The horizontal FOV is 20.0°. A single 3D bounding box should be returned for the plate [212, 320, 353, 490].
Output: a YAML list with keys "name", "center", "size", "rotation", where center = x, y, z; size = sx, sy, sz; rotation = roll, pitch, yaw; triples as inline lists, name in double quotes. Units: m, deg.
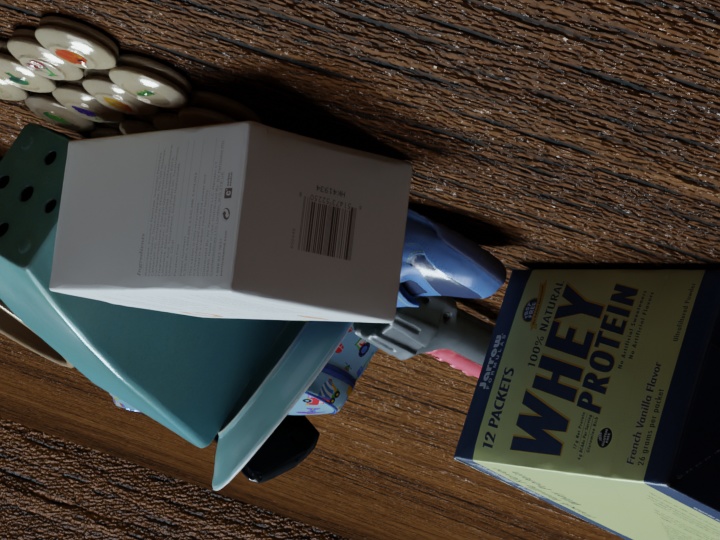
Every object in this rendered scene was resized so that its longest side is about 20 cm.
- name: "plate"
  center: [-0.051, 0.065, 1.427]
  size: [0.025, 0.201, 0.200]
  rotation: [37, 165, -5]

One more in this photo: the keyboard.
- name: "keyboard"
  center: [-0.109, 0.096, 1.718]
  size: [0.200, 0.104, 0.040]
  rotation: [49, 148, 26]

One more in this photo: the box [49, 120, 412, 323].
- name: "box"
  center: [-0.081, -0.025, 1.232]
  size: [0.124, 0.099, 0.199]
  rotation: [11, 172, -39]

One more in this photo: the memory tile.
- name: "memory tile"
  center: [-0.159, -0.106, 1.264]
  size: [0.152, 0.017, 0.199]
  rotation: [26, 165, -26]

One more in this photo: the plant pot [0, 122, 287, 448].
- name: "plant pot"
  center: [-0.166, -0.004, 1.394]
  size: [0.141, 0.142, 0.200]
  rotation: [24, 167, 44]

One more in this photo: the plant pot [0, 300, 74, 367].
- name: "plant pot"
  center: [-0.287, -0.014, 1.620]
  size: [0.200, 0.093, 0.201]
  rotation: [31, 169, 7]

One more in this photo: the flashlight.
- name: "flashlight"
  center: [0.082, 0.067, 1.512]
  size: [0.199, 0.068, 0.068]
  rotation: [26, 168, -32]

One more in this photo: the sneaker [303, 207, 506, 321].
- name: "sneaker"
  center: [0.000, 0.000, 1.322]
  size: [0.198, 0.083, 0.074]
  rotation: [11, 163, 27]

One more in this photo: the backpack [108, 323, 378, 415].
- name: "backpack"
  center: [-0.088, 0.063, 1.604]
  size: [0.198, 0.136, 0.183]
  rotation: [17, 168, -4]

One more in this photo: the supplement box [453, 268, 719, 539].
- name: "supplement box"
  center: [0.207, 0.097, 1.294]
  size: [0.199, 0.135, 0.199]
  rotation: [27, 165, -32]
